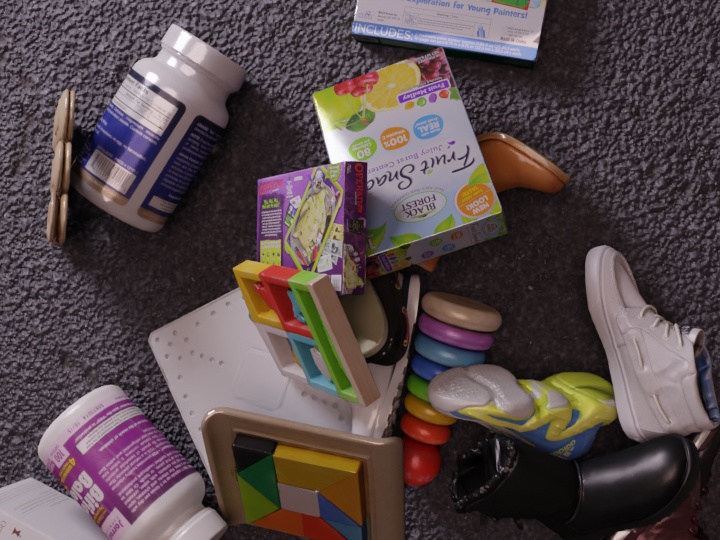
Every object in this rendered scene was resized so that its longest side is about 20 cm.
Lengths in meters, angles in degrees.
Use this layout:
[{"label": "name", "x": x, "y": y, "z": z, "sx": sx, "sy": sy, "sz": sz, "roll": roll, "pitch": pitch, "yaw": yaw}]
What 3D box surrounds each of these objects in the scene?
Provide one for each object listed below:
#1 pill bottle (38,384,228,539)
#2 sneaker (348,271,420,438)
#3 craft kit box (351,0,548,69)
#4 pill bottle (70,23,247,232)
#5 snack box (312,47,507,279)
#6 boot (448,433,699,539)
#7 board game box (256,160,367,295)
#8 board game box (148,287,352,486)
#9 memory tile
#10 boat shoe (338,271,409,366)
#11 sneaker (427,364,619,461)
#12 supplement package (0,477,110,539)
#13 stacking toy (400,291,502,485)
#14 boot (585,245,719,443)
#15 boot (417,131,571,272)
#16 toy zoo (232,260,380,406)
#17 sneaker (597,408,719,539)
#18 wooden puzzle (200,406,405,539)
[{"label": "pill bottle", "x": -0.237, "y": 0.227, "z": 0.967, "sx": 0.200, "sy": 0.112, "sz": 0.112, "roll": 44, "pitch": 96, "yaw": 11}, {"label": "sneaker", "x": 0.010, "y": 0.094, "z": 0.945, "sx": 0.080, "sy": 0.076, "sz": 0.201, "roll": 10, "pitch": 71, "yaw": 3}, {"label": "craft kit box", "x": 0.105, "y": -0.326, "z": 0.962, "sx": 0.199, "sy": 0.049, "sz": 0.198, "roll": 12, "pitch": 93, "yaw": 9}, {"label": "pill bottle", "x": -0.212, "y": -0.152, "z": 0.973, "sx": 0.116, "sy": 0.116, "sz": 0.200, "roll": 34, "pitch": 94, "yaw": 8}, {"label": "snack box", "x": 0.044, "y": -0.107, "z": 0.886, "sx": 0.142, "sy": 0.053, "sz": 0.201, "roll": -19, "pitch": 62, "yaw": 7}, {"label": "boot", "x": 0.192, "y": 0.194, "z": 0.861, "sx": 0.162, "sy": 0.074, "sz": 0.198, "roll": 23, "pitch": 137, "yaw": -21}, {"label": "board game box", "x": -0.052, "y": -0.038, "z": 0.890, "sx": 0.032, "sy": 0.200, "sz": 0.121, "roll": -3, "pitch": 92, "yaw": -29}, {"label": "board game box", "x": -0.104, "y": 0.117, "z": 0.996, "sx": 0.199, "sy": 0.026, "sz": 0.201, "roll": -27, "pitch": 85, "yaw": 8}, {"label": "memory tile", "x": -0.315, "y": -0.102, "z": 0.956, "sx": 0.017, "sy": 0.200, "sz": 0.154, "roll": 4, "pitch": 90, "yaw": -20}, {"label": "boat shoe", "x": -0.002, "y": 0.001, "z": 0.916, "sx": 0.073, "sy": 0.063, "sz": 0.202, "roll": -26, "pitch": 61, "yaw": 22}, {"label": "sneaker", "x": 0.157, "y": 0.155, "z": 0.906, "sx": 0.199, "sy": 0.076, "sz": 0.105, "roll": 5, "pitch": 118, "yaw": -11}, {"label": "supplement package", "x": -0.321, "y": 0.327, "z": 0.981, "sx": 0.199, "sy": 0.117, "sz": 0.117, "roll": 24, "pitch": 91, "yaw": 8}, {"label": "stacking toy", "x": 0.081, "y": 0.128, "z": 0.945, "sx": 0.085, "sy": 0.085, "sz": 0.201, "roll": 16, "pitch": 98, "yaw": 9}, {"label": "boot", "x": 0.288, "y": 0.063, "z": 0.886, "sx": 0.095, "sy": 0.073, "sz": 0.201, "roll": -21, "pitch": 78, "yaw": 42}, {"label": "boot", "x": 0.102, "y": -0.070, "z": 0.945, "sx": 0.199, "sy": 0.074, "sz": 0.155, "roll": 22, "pitch": 91, "yaw": 21}, {"label": "toy zoo", "x": -0.064, "y": 0.056, "z": 0.896, "sx": 0.020, "sy": 0.200, "sz": 0.132, "roll": -32, "pitch": 111, "yaw": -26}, {"label": "sneaker", "x": 0.327, "y": 0.237, "z": 0.909, "sx": 0.115, "sy": 0.076, "sz": 0.200, "roll": 34, "pitch": 105, "yaw": 3}, {"label": "wooden puzzle", "x": -0.056, "y": 0.221, "z": 0.924, "sx": 0.199, "sy": 0.037, "sz": 0.186, "roll": 6, "pitch": 130, "yaw": 11}]
